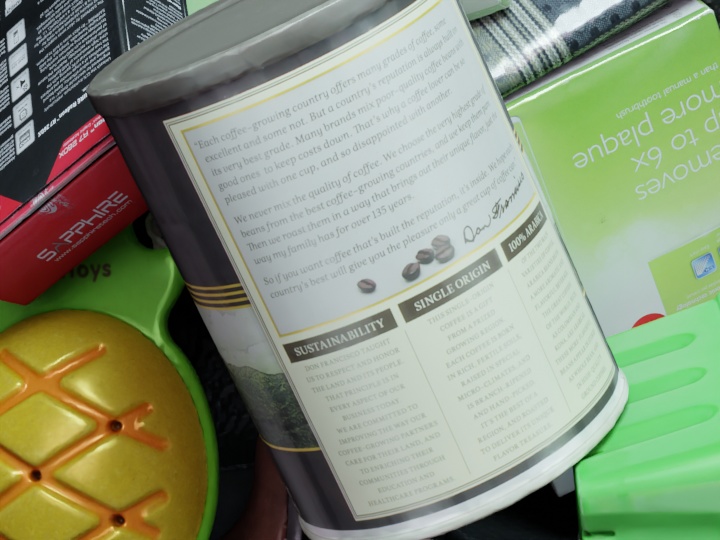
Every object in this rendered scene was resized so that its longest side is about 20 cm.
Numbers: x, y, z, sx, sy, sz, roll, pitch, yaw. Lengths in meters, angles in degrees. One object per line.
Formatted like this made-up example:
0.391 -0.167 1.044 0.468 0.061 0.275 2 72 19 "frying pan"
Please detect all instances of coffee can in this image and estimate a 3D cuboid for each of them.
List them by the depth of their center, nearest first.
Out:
0.001 -0.013 0.828 0.146 0.146 0.200 -26 105 -2 "coffee can"

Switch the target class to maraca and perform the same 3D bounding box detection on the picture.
-0.131 0.069 0.964 0.137 0.107 0.201 -3 87 9 "maraca"

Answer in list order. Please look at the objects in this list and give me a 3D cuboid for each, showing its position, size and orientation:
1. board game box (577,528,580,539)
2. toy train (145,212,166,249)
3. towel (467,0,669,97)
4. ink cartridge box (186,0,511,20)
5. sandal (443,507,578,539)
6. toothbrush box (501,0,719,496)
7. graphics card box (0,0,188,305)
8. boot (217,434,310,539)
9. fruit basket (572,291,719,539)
0.202 0.096 0.978 0.199 0.023 0.105 4 104 -13 "board game box"
-0.157 -0.037 1.066 0.199 0.056 0.151 -7 69 18 "toy train"
0.082 -0.174 0.957 0.192 0.035 0.200 -32 51 -2 "towel"
-0.038 -0.152 0.942 0.200 0.048 0.146 -16 55 15 "ink cartridge box"
0.135 0.160 1.001 0.200 0.075 0.048 15 106 16 "sandal"
0.111 -0.020 0.976 0.145 0.200 0.086 -25 31 -3 "toothbrush box"
-0.135 -0.098 0.948 0.125 0.051 0.200 -36 48 29 "graphics card box"
-0.118 0.156 1.031 0.199 0.068 0.189 4 83 13 "boot"
0.187 0.100 0.856 0.215 0.216 0.156 -7 106 3 "fruit basket"
